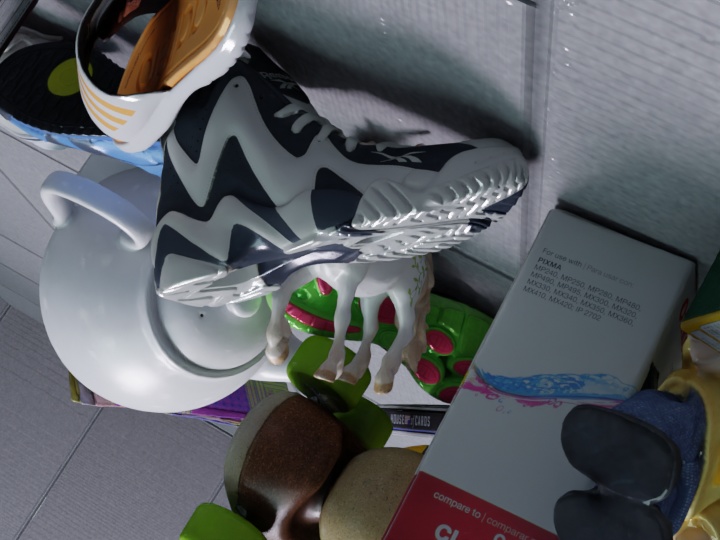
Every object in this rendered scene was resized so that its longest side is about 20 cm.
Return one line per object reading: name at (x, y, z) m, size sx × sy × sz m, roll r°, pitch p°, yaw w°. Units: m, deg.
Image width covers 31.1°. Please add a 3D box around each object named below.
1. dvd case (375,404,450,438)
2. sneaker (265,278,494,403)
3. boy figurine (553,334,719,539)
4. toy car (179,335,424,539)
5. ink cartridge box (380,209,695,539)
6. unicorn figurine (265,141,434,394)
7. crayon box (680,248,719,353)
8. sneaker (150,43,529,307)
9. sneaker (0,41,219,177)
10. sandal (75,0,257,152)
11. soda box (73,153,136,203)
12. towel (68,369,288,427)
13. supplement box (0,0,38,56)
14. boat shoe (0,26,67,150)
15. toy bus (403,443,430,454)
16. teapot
dvd case at (0.108, 0.111, 0.946) m, size 0.150 × 0.025 × 0.200 m, roll 2°, pitch 175°, yaw -18°
sneaker at (0.028, 0.028, 0.915) m, size 0.200 × 0.077 × 0.084 m, roll 28°, pitch -158°, yaw -15°
boy figurine at (0.168, 0.087, 0.615) m, size 0.064 × 0.124 × 0.200 m, roll 14°, pitch -166°, yaw 41°
toy car at (0.015, 0.166, 0.848) m, size 0.200 × 0.164 × 0.158 m, roll 21°, pitch 155°, yaw 25°
ink cartridge box at (0.100, 0.091, 0.675) m, size 0.083 × 0.200 × 0.146 m, roll 23°, pitch 164°, yaw 23°
unicorn figurine at (0.000, 0.000, 0.772) m, size 0.074 × 0.137 × 0.200 m, roll 17°, pitch 178°, yaw 14°
crayon box at (0.222, 0.021, 0.483) m, size 0.126 × 0.052 × 0.200 m, roll 32°, pitch 167°, yaw -4°
sneaker at (-0.021, -0.067, 0.656) m, size 0.199 × 0.130 × 0.079 m, roll -18°, pitch 163°, yaw 25°
sneaker at (-0.135, -0.085, 0.786) m, size 0.200 × 0.066 × 0.078 m, roll 13°, pitch 155°, yaw 21°
sandal at (-0.104, -0.119, 0.630) m, size 0.059 × 0.079 × 0.207 m, roll 15°, pitch 164°, yaw -22°
soda box at (-0.148, -0.025, 1.073) m, size 0.200 × 0.068 × 0.064 m, roll 34°, pitch 167°, yaw -10°
towel at (-0.153, 0.065, 1.063) m, size 0.200 × 0.023 × 0.144 m, roll 12°, pitch -139°, yaw -36°
supplement box at (-0.254, -0.184, 0.712) m, size 0.110 × 0.086 × 0.200 m, roll 31°, pitch 166°, yaw -1°
boat shoe at (-0.251, -0.140, 0.874) m, size 0.202 × 0.075 × 0.086 m, roll 28°, pitch -176°, yaw 43°
toy bus at (0.077, 0.172, 0.945) m, size 0.065 × 0.078 × 0.200 m, roll 48°, pitch 157°, yaw -16°
teapot at (-0.126, 0.013, 0.931) m, size 0.200 × 0.198 × 0.146 m, roll -14°, pitch -169°, yaw -37°
